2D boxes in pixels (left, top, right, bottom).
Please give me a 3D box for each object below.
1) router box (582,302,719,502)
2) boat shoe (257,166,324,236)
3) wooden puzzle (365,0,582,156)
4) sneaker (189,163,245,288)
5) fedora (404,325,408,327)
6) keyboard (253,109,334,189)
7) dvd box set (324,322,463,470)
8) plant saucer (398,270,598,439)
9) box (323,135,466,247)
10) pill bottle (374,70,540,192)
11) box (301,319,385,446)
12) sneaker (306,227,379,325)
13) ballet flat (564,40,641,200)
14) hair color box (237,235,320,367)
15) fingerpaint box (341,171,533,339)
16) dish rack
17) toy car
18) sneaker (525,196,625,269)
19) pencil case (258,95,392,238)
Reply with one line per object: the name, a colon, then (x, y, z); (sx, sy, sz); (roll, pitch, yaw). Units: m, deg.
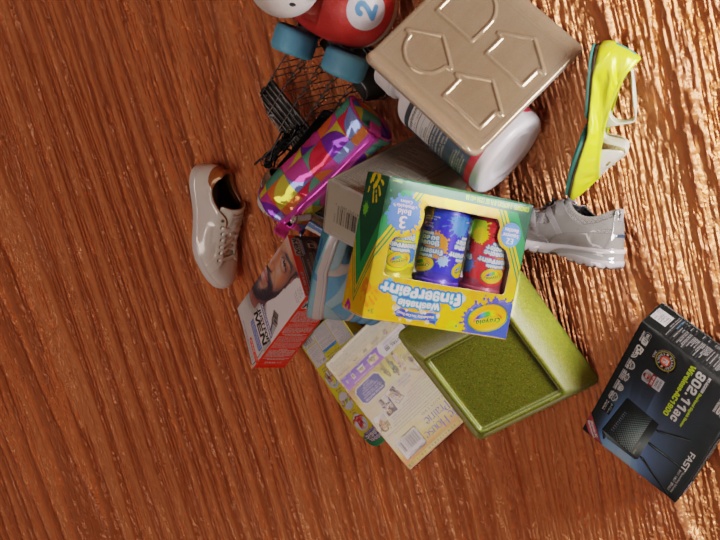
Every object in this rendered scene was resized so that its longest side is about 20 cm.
router box: (0.380, 0.164, 1.560); (0.149, 0.062, 0.202); (37, 131, 21)
boat shoe: (-0.047, -0.092, 1.762); (0.197, 0.073, 0.073); (13, 142, -1)
wooden puzzle: (0.134, -0.252, 1.504); (0.185, 0.200, 0.046); (44, 168, 16)
sneaker: (-0.217, -0.064, 1.983); (0.084, 0.072, 0.203); (8, 115, 42)
fedora: (0.117, 0.051, 1.723); (0.198, 0.090, 0.179); (26, 126, 31)
keyboard: (-0.074, -0.167, 1.767); (0.103, 0.040, 0.200); (27, 139, -18)
dvd box set: (0.061, 0.165, 1.832); (0.146, 0.029, 0.201); (-44, 80, 19)
plant saucer: (0.176, 0.125, 1.651); (0.198, 0.048, 0.201); (-30, 109, 26)
box: (0.049, -0.100, 1.631); (0.094, 0.199, 0.079); (27, 127, 30)
pill bottle: (0.116, -0.206, 1.576); (0.200, 0.119, 0.120); (45, 134, 17)
box: (0.002, 0.159, 1.915); (0.117, 0.048, 0.202); (-39, 80, 45)
sneaker: (0.000, 0.000, 1.744); (0.128, 0.080, 0.201); (11, 142, -3)
ballet flat: (0.287, -0.168, 1.484); (0.066, 0.067, 0.203); (13, 119, 13)
hair color box: (-0.114, 0.050, 1.926); (0.200, 0.063, 0.112); (-51, 47, 43)
fingerpaint box: (0.093, -0.017, 1.520); (0.073, 0.197, 0.170); (-157, 78, -66)
dish rack: (-0.056, -0.248, 1.761); (0.154, 0.054, 0.200); (52, 138, 10)
toy car: (-0.065, -0.352, 1.574); (0.175, 0.199, 0.187); (28, 105, 29)
sneaker: (0.247, -0.059, 1.580); (0.198, 0.074, 0.083); (16, 98, 35)
pencil case: (-0.048, -0.135, 1.672); (0.089, 0.088, 0.200); (48, 110, 12)
